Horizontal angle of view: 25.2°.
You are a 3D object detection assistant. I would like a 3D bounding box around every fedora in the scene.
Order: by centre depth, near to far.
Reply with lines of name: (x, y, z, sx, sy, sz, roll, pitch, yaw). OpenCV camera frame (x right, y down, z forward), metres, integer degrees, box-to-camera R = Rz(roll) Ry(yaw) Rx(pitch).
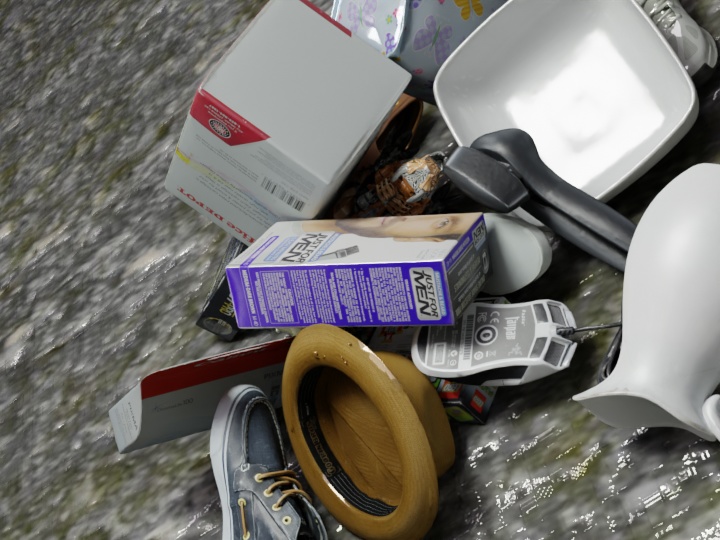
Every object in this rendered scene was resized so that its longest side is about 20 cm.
fedora: (0.016, 0.129, 1.345, 0.082, 0.201, 0.200, -20, 18, -35)

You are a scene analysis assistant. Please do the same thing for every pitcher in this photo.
pitcher: (0.268, 0.033, 1.187, 0.171, 0.121, 0.200, 18, 79, 32)

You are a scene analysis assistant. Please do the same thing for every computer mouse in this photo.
computer mouse: (0.141, 0.059, 1.318, 0.200, 0.044, 0.110, -5, 55, 21)

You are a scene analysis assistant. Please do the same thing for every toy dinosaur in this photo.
toy dinosaur: (0.015, -0.063, 1.506, 0.200, 0.102, 0.136, -10, 20, 40)

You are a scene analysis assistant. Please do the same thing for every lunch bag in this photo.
lunch bag: (0.071, -0.268, 1.524, 0.127, 0.169, 0.200, 8, 84, 47)

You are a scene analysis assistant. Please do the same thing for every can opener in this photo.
can opener: (0.166, -0.052, 1.352, 0.200, 0.063, 0.079, 33, 73, 17)

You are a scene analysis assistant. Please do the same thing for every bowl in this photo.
bowl: (0.186, -0.148, 1.424, 0.200, 0.075, 0.200, -39, 67, 17)

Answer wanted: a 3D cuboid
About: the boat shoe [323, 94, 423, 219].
boat shoe: (0.007, -0.101, 1.624, 0.067, 0.072, 0.200, 6, 66, 33)

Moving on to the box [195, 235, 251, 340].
box: (-0.098, -0.047, 1.644, 0.161, 0.049, 0.200, -48, 19, 57)

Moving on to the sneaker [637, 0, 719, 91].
sneaker: (0.251, -0.242, 1.462, 0.076, 0.115, 0.201, -35, 36, 17)

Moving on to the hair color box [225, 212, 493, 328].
hair color box: (0.000, 0.000, 1.365, 0.200, 0.065, 0.109, -1, 22, 23)

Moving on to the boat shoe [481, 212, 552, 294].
boat shoe: (0.103, -0.019, 1.435, 0.064, 0.071, 0.200, -17, 9, -39)

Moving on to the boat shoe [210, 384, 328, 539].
boat shoe: (-0.071, 0.194, 1.369, 0.091, 0.071, 0.201, -11, 79, 43)

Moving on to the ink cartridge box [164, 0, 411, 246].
ink cartridge box: (-0.071, -0.125, 1.480, 0.145, 0.145, 0.200, -55, 1, -28)

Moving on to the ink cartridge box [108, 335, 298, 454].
ink cartridge box: (-0.124, 0.108, 1.435, 0.200, 0.160, 0.047, -34, 71, 64)

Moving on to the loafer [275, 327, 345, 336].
loafer: (-0.056, 0.028, 1.524, 0.076, 0.068, 0.200, -59, 13, -3)

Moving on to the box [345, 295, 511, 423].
box: (0.043, 0.081, 1.436, 0.200, 0.035, 0.110, -4, 53, 45)
